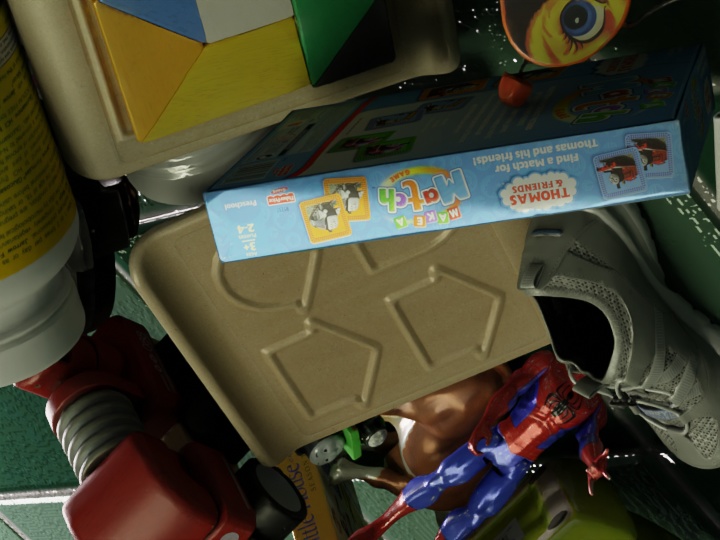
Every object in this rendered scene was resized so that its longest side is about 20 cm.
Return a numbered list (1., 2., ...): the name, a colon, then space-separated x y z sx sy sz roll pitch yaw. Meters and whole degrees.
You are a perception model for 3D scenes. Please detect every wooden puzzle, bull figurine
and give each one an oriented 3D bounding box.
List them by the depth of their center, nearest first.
1. wooden puzzle: -0.059 -0.131 0.982 0.199 0.037 0.186 -16 135 -3
2. wooden puzzle: 0.000 0.000 1.134 0.199 0.046 0.186 -26 133 5
3. bull figurine: 0.042 0.105 1.316 0.120 0.065 0.201 5 138 3

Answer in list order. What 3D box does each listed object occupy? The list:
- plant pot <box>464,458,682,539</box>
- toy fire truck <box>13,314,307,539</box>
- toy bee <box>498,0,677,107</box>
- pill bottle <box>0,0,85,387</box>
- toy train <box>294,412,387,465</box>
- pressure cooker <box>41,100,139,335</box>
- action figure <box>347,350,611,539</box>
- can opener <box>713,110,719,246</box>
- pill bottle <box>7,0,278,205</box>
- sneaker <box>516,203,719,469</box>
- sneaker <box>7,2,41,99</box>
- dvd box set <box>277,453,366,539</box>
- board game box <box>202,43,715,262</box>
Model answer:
1. plant pot: 0.127 0.231 1.252 0.181 0.200 0.199 45 -175 -7
2. toy fire truck: -0.135 0.079 1.186 0.200 0.129 0.176 28 -156 -45
3. toy bee: 0.075 -0.127 0.885 0.200 0.109 0.131 44 -170 20
4. pill bottle: -0.200 -0.048 1.025 0.112 0.112 0.201 8 127 37
5. toy train: -0.054 0.038 1.258 0.200 0.056 0.042 50 160 33
6. pressure cooker: -0.231 -0.024 1.277 0.176 0.199 0.179 56 150 26
7. action figure: 0.074 0.117 1.206 0.065 0.099 0.200 41 108 -6
8. can opener: 0.191 -0.004 1.029 0.052 0.067 0.200 18 152 22
9. pill bottle: -0.109 -0.134 1.070 0.116 0.117 0.201 13 144 32
10. sneaker: 0.135 0.043 1.128 0.074 0.082 0.200 -3 135 46
11. sneaker: -0.181 -0.126 1.178 0.200 0.088 0.081 39 150 -10
12. dvd box set: -0.016 0.172 1.374 0.029 0.201 0.147 -22 141 4
13. board game box: 0.048 -0.053 0.936 0.199 0.151 0.037 -9 105 16
